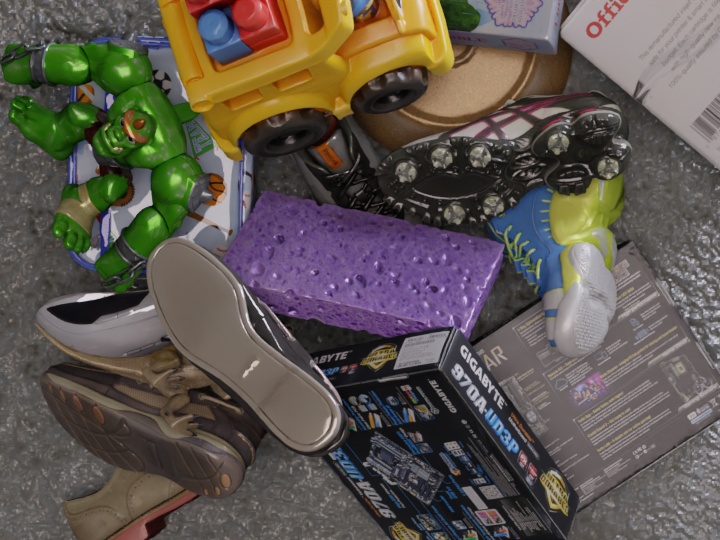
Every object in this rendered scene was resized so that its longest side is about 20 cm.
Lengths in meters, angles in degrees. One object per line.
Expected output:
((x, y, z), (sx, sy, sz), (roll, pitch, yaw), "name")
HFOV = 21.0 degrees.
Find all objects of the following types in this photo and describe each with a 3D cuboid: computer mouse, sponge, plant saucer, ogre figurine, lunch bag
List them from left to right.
((-0.189, -0.097, 1.478), (0.120, 0.098, 0.201), (-26, 71, 23), "ogre figurine")
((-0.162, 0.047, 1.551), (0.199, 0.110, 0.044), (-7, 60, 8), "computer mouse")
((-0.162, -0.085, 1.554), (0.160, 0.076, 0.201), (3, 90, 4), "lunch bag")
((0.000, 0.000, 1.482), (0.199, 0.112, 0.030), (13, 131, 12), "sponge")
((0.073, -0.184, 1.562), (0.199, 0.035, 0.201), (0, 91, 2), "plant saucer")

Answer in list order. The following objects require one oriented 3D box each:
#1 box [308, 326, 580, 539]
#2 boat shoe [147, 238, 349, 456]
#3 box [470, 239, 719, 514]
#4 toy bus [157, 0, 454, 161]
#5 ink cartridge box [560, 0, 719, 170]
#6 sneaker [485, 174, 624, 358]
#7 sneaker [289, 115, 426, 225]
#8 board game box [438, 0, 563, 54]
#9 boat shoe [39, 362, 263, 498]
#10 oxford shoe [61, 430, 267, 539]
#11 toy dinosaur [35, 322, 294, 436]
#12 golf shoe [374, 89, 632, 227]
((0.052, 0.136, 1.482), (0.159, 0.046, 0.200), (-13, 127, 37), "box")
((-0.083, 0.060, 1.423), (0.067, 0.057, 0.200), (-43, 72, 1), "boat shoe")
((0.178, 0.095, 1.562), (0.200, 0.044, 0.160), (-34, 90, 2), "box")
((-0.050, -0.185, 1.414), (0.199, 0.192, 0.136), (-20, 74, 8), "toy bus")
((0.278, -0.182, 1.512), (0.200, 0.084, 0.146), (41, 113, 1), "ink cartridge box")
((0.145, -0.008, 1.513), (0.105, 0.200, 0.076), (-6, 132, 24), "sneaker")
((-0.011, -0.070, 1.545), (0.074, 0.079, 0.200), (-34, 95, 2), "sneaker")
((0.070, -0.279, 1.520), (0.199, 0.041, 0.201), (7, 82, 15), "board game box")
((-0.161, 0.115, 1.529), (0.200, 0.075, 0.073), (22, 48, 25), "boat shoe")
((-0.154, 0.156, 1.562), (0.200, 0.070, 0.075), (-38, 85, 1), "oxford shoe")
((-0.145, 0.079, 1.487), (0.199, 0.101, 0.058), (-2, 114, -13), "toy dinosaur")
((0.111, -0.091, 1.520), (0.199, 0.088, 0.077), (-10, 121, 6), "golf shoe")
